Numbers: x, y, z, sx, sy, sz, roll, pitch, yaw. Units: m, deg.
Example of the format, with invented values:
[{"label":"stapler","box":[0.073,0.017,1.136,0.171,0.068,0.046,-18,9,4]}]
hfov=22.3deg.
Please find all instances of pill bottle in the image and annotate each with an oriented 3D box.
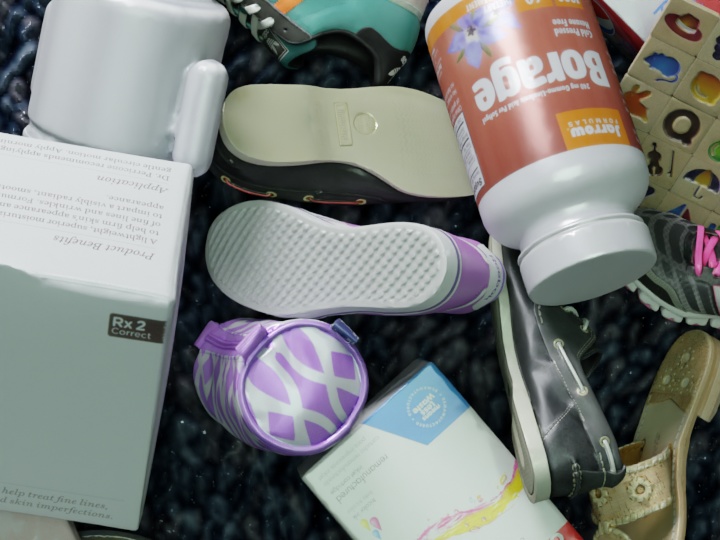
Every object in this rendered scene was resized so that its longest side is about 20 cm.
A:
[{"label":"pill bottle","box":[0.119,-0.086,1.170,0.111,0.112,0.201,-15,71,-5]}]

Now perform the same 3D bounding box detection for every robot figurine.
[{"label":"robot figurine","box":[-0.149,-0.117,1.160,0.113,0.169,0.201,0,112,-46]}]

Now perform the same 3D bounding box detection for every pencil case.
[{"label":"pencil case","box":[-0.056,0.068,1.135,0.085,0.200,0.084,34,80,-9]}]

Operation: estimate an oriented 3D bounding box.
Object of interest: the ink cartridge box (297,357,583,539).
[{"label":"ink cartridge box","box":[0.065,0.170,1.207,0.116,0.067,0.200,-41,93,-5]}]

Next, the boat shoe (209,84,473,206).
[{"label":"boat shoe","box":[-0.005,-0.080,1.212,0.200,0.063,0.074,5,69,-19]}]

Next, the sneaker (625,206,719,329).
[{"label":"sneaker","box":[0.259,-0.001,1.207,0.199,0.088,0.074,24,49,-10]}]

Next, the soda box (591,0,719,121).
[{"label":"soda box","box":[0.200,-0.178,1.231,0.200,0.063,0.070,44,85,-2]}]

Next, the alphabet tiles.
[{"label":"alphabet tiles","box":[0.248,-0.094,1.194,0.166,0.006,0.201,25,130,-4]}]

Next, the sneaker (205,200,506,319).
[{"label":"sneaker","box":[0.000,0.001,1.197,0.199,0.114,0.073,10,92,33]}]

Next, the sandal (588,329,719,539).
[{"label":"sandal","box":[0.176,0.129,1.202,0.069,0.077,0.213,28,73,-24]}]

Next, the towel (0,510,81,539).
[{"label":"towel","box":[-0.261,0.224,1.162,0.199,0.032,0.192,-29,71,-2]}]

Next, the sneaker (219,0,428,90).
[{"label":"sneaker","box":[-0.057,-0.181,1.203,0.199,0.071,0.080,19,83,-6]}]

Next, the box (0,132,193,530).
[{"label":"box","box":[-0.212,0.033,1.108,0.197,0.131,0.201,10,129,-5]}]

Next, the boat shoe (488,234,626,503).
[{"label":"boat shoe","box":[0.122,0.053,1.190,0.067,0.072,0.201,-10,61,-1]}]

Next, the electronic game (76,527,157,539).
[{"label":"electronic game","box":[-0.172,0.270,1.196,0.198,0.042,0.202,0,88,-6]}]
